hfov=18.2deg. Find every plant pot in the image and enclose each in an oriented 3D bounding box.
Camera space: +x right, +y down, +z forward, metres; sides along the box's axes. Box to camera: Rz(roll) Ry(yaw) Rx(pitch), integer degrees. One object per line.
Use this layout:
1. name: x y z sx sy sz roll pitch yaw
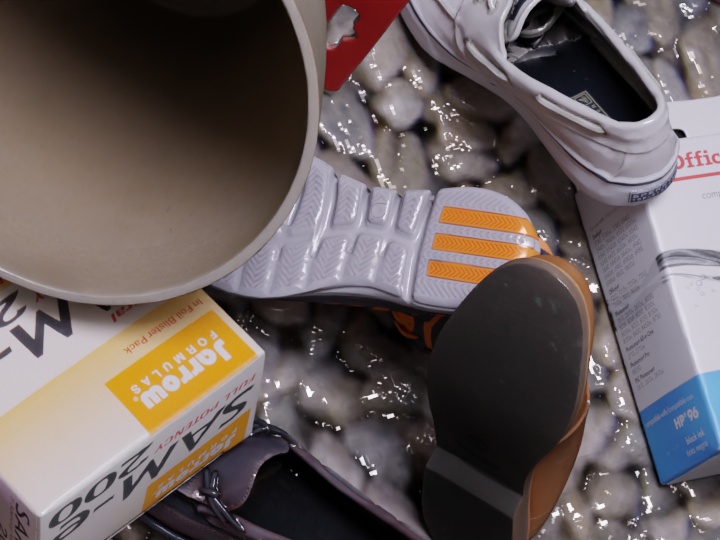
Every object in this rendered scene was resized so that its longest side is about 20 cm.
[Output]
1. plant pot: -0.090 -0.116 0.943 0.187 0.188 0.200 32 29 -7

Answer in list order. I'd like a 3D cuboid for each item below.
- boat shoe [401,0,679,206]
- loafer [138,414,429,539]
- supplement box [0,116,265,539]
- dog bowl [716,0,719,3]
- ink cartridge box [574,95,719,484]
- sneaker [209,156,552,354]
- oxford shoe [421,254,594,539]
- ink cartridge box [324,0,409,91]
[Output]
1. boat shoe: 0.083 -0.115 1.106 0.072 0.066 0.200 -27 57 -15
2. loafer: -0.035 0.101 1.004 0.199 0.063 0.072 34 52 2
3. supplement box: -0.153 0.020 0.963 0.126 0.074 0.200 -36 68 -28
4. dog bowl: 0.233 -0.228 1.239 0.199 0.074 0.202 7 68 -18
5. ink cartridge box: 0.185 -0.005 1.138 0.115 0.068 0.201 -8 73 -24
6. sneaker: 0.000 0.000 1.063 0.199 0.112 0.078 14 75 21
7. oxford shoe: 0.074 0.053 1.008 0.071 0.201 0.071 36 55 19
8. ink cartridge box: -0.064 -0.184 1.083 0.199 0.116 0.068 33 61 -7
